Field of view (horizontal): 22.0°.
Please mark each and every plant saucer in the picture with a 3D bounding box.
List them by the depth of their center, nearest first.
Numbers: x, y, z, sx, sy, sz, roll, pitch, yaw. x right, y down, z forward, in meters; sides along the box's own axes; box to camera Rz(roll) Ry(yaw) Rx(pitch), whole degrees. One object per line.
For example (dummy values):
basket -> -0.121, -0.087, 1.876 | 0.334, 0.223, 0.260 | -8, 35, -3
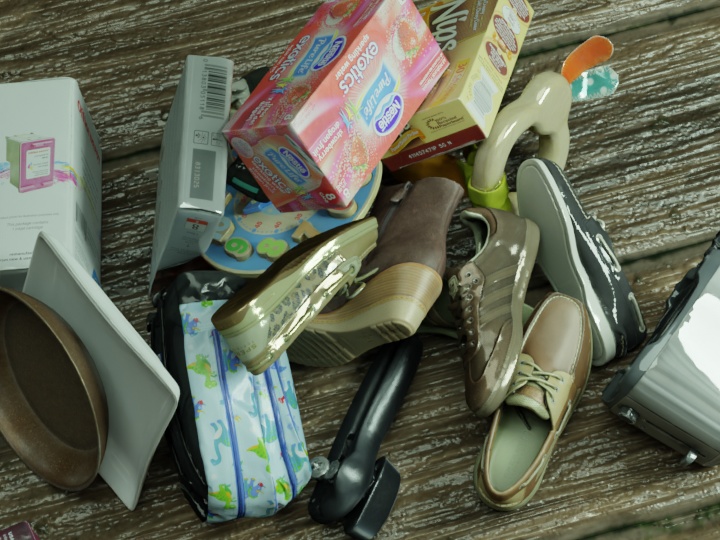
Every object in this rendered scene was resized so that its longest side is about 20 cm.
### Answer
plant saucer -> -0.283, 0.099, 1.652 | 0.037, 0.201, 0.200 | -29, 63, -36

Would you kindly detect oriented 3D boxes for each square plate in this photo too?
square plate -> -0.235, 0.089, 1.642 | 0.028, 0.200, 0.198 | -30, 70, -35

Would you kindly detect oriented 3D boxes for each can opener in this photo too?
can opener -> 0.006, 0.145, 1.685 | 0.063, 0.079, 0.201 | -9, 52, 43

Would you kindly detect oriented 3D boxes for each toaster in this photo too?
toaster -> 0.318, 0.078, 1.655 | 0.129, 0.114, 0.200 | 37, 71, 3

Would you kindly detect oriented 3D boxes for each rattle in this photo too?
rattle -> 0.143, -0.147, 1.783 | 0.143, 0.130, 0.201 | 22, 87, 53

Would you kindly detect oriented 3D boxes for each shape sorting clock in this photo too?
shape sorting clock -> -0.073, -0.075, 1.767 | 0.199, 0.039, 0.201 | -19, 42, 18

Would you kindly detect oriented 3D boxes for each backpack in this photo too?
backpack -> -0.118, 0.122, 1.643 | 0.152, 0.163, 0.202 | 6, 65, -12

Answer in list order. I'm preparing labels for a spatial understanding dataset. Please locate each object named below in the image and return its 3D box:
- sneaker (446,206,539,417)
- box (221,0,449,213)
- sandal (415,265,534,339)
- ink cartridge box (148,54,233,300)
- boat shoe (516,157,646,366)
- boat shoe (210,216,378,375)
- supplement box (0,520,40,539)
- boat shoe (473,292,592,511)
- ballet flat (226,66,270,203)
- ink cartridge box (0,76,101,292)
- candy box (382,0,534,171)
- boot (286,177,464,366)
sneaker -> 0.106, 0.035, 1.662 | 0.075, 0.071, 0.201 | 19, 59, -10
box -> -0.019, -0.157, 1.677 | 0.094, 0.103, 0.200 | -2, 43, 45
sandal -> 0.085, 0.026, 1.727 | 0.200, 0.057, 0.080 | 17, 66, 17
ink cartridge box -> -0.159, -0.080, 1.725 | 0.050, 0.200, 0.163 | 6, 64, -10
boat shoe -> 0.206, -0.014, 1.709 | 0.060, 0.074, 0.201 | -22, 87, -25
boat shoe -> -0.049, 0.017, 1.615 | 0.200, 0.073, 0.063 | -38, 103, -37
supplement box -> -0.353, 0.306, 1.591 | 0.199, 0.111, 0.086 | -23, 65, -8
boat shoe -> 0.157, 0.118, 1.647 | 0.075, 0.074, 0.202 | 17, 82, 8
ballet flat -> -0.109, -0.140, 1.765 | 0.068, 0.068, 0.201 | 12, 33, -16
ink cartridge box -> -0.295, -0.060, 1.745 | 0.084, 0.145, 0.202 | -3, 64, 2
candy box -> 0.086, -0.191, 1.774 | 0.115, 0.055, 0.201 | -17, 34, 34
boot -> 0.000, 0.000, 1.717 | 0.199, 0.072, 0.167 | -10, 47, 36
